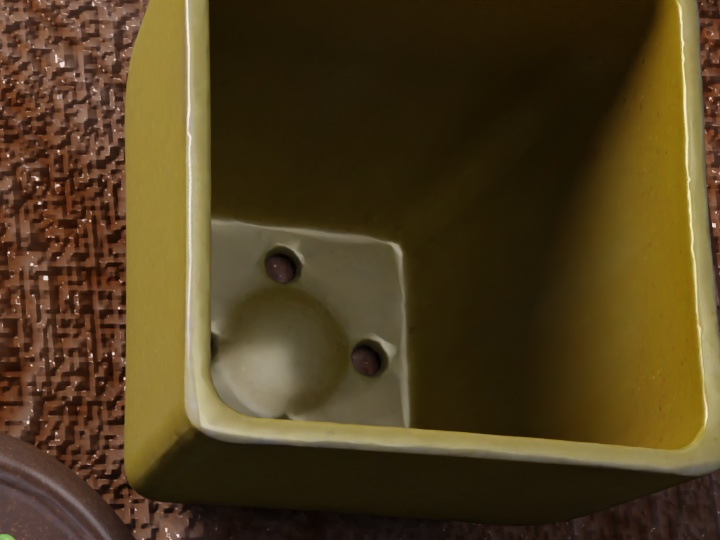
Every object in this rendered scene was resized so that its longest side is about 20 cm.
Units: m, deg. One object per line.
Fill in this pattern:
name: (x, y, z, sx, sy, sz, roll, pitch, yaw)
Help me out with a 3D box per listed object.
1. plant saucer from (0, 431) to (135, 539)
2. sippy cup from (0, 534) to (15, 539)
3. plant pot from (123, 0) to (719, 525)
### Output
plant saucer: (-0.156, 0.145, 1.066, 0.199, 0.034, 0.201, 7, 70, -19)
sippy cup: (-0.178, 0.151, 0.951, 0.139, 0.130, 0.179, 22, 55, -16)
plant pot: (0.000, 0.000, 1.084, 0.193, 0.200, 0.197, 6, 70, -19)
